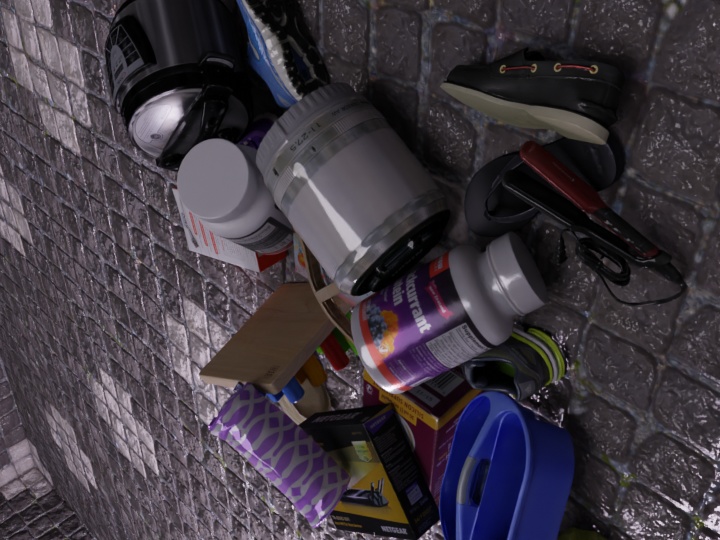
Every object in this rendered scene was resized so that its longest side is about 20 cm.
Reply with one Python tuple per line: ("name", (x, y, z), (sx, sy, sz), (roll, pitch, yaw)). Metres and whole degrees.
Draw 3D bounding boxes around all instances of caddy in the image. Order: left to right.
("caddy", (0.155, 0.241, 0.867), (0.141, 0.103, 0.205), (21, 98, 62))

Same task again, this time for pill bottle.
("pill bottle", (-0.147, -0.093, 0.974), (0.116, 0.116, 0.200), (47, -176, 16))
("pill bottle", (0.096, 0.043, 0.819), (0.198, 0.111, 0.113), (-30, 91, 22))

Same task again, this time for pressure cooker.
("pressure cooker", (-0.225, -0.236, 0.974), (0.176, 0.174, 0.204), (70, -176, -69))

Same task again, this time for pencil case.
("pencil case", (-0.105, 0.234, 0.964), (0.199, 0.084, 0.086), (42, 114, 3))

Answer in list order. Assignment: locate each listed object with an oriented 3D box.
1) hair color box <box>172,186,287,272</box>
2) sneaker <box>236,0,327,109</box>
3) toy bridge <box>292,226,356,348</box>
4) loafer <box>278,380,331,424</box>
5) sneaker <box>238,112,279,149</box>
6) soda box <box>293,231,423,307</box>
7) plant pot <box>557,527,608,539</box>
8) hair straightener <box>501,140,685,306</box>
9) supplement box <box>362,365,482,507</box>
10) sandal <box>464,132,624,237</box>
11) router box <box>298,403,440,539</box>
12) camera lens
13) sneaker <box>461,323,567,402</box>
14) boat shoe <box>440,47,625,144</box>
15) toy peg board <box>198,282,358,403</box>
("hair color box", (-0.206, -0.077, 1.190), (0.197, 0.063, 0.113), (15, 125, 43))
("sneaker", (-0.119, -0.290, 0.934), (0.088, 0.078, 0.204), (-12, 104, 49))
("toy bridge", (-0.033, 0.022, 0.961), (0.067, 0.027, 0.203), (-27, 92, 53))
("loafer", (-0.106, 0.161, 1.217), (0.203, 0.075, 0.068), (60, 149, 2))
("sneaker", (-0.170, -0.168, 1.069), (0.197, 0.083, 0.082), (6, 119, 47))
("soda box", (0.000, 0.000, 0.990), (0.198, 0.068, 0.065), (29, 133, 35))
("plant pot", (0.232, 0.409, 0.908), (0.201, 0.199, 0.185), (47, 130, 16))
("hair straightener", (0.213, -0.033, 0.710), (0.198, 0.041, 0.077), (36, 133, 3))
("supplement box", (0.077, 0.209, 1.007), (0.130, 0.102, 0.204), (28, 134, 34))
("sandal", (0.166, -0.086, 0.756), (0.199, 0.042, 0.077), (-28, 91, 54))
("router box", (0.002, 0.265, 1.005), (0.199, 0.052, 0.160), (-22, 94, 55))
("camera lens", (-0.006, -0.087, 0.864), (0.201, 0.159, 0.160), (52, 143, 11))
("sneaker", (0.135, 0.090, 0.878), (0.197, 0.080, 0.076), (17, 126, 43))
("boat shoe", (0.155, -0.168, 0.705), (0.200, 0.073, 0.064), (27, 97, 50))
("toy peg board", (-0.095, 0.120, 1.092), (0.198, 0.200, 0.099), (-4, 127, 50))
